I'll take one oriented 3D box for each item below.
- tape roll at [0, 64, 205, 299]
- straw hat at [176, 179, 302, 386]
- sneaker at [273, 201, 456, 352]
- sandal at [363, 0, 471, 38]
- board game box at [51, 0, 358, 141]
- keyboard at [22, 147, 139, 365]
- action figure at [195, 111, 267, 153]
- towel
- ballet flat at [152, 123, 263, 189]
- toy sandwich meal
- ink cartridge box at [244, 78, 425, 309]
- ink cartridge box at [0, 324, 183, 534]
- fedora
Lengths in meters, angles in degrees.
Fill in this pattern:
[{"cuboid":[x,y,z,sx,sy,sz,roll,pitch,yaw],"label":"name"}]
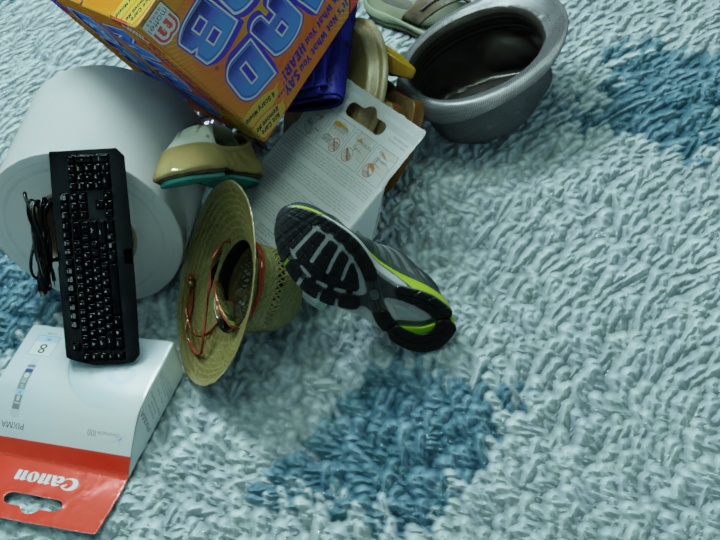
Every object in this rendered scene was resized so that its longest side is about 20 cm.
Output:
[{"cuboid":[-0.260,-0.086,1.486,0.201,0.204,0.140,-2,44,13],"label":"tape roll"},{"cuboid":[-0.101,0.017,1.392,0.084,0.202,0.202,8,36,-26],"label":"straw hat"},{"cuboid":[0.000,0.000,1.367,0.074,0.199,0.081,-46,22,16],"label":"sneaker"},{"cuboid":[0.083,-0.312,1.727,0.200,0.058,0.080,19,53,31],"label":"sandal"},{"cuboid":[-0.154,-0.284,1.446,0.199,0.200,0.201,27,81,45],"label":"board game box"},{"cuboid":[-0.263,-0.010,1.361,0.103,0.202,0.040,-3,6,13],"label":"keyboard"},{"cuboid":[-0.164,-0.159,1.636,0.129,0.070,0.201,1,49,6],"label":"action figure"},{"cuboid":[-0.076,-0.253,1.537,0.146,0.050,0.202,-7,60,25],"label":"towel"},{"cuboid":[-0.152,-0.110,1.417,0.068,0.064,0.200,-12,-2,15],"label":"ballet flat"},{"cuboid":[-0.008,-0.172,1.566,0.070,0.206,0.206,15,31,-33],"label":"toy sandwich meal"},{"cuboid":[-0.033,-0.083,1.480,0.200,0.050,0.161,-50,49,-2],"label":"ink cartridge box"},{"cuboid":[-0.276,0.142,1.368,0.159,0.048,0.201,6,45,20],"label":"ink cartridge box"},{"cuboid":[0.139,-0.207,1.580,0.199,0.091,0.177,-34,43,-6],"label":"fedora"}]
